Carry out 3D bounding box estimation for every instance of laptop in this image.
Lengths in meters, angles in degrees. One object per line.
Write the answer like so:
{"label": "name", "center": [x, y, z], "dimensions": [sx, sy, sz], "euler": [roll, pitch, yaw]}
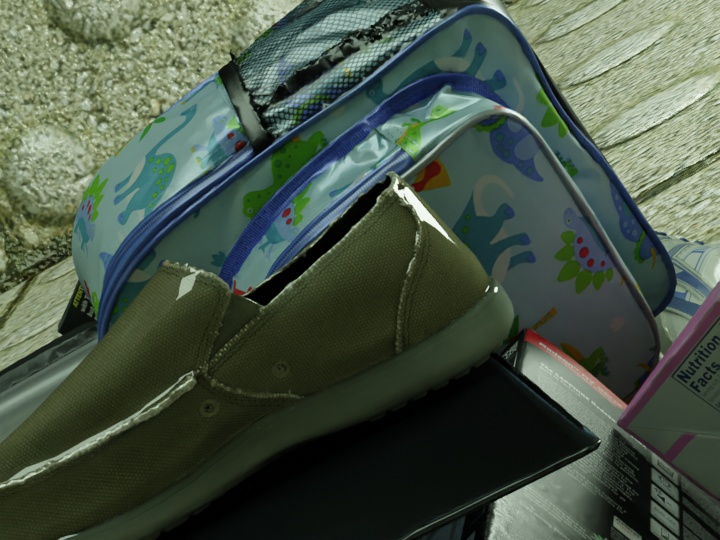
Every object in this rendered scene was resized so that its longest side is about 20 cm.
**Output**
{"label": "laptop", "center": [-0.023, 0.121, 0.684], "dimensions": [0.116, 0.200, 0.187], "euler": [9, 6, -8]}

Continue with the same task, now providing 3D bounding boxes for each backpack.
{"label": "backpack", "center": [0.000, 0.000, 0.875], "dimensions": [0.200, 0.183, 0.147], "euler": [-33, 34, 6]}

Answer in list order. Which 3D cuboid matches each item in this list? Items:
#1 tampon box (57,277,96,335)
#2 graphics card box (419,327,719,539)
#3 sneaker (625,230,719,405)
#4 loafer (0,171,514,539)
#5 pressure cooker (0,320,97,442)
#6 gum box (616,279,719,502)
{"label": "tampon box", "center": [-0.016, 0.007, 1.151], "dimensions": [0.150, 0.200, 0.126], "euler": [-47, -13, -54]}
{"label": "graphics card box", "center": [0.079, 0.101, 0.733], "dimensions": [0.051, 0.125, 0.200], "euler": [-49, 6, 16]}
{"label": "sneaker", "center": [0.141, 0.021, 0.993], "dimensions": [0.088, 0.075, 0.200], "euler": [-21, 21, 7]}
{"label": "loafer", "center": [-0.053, 0.031, 0.708], "dimensions": [0.200, 0.070, 0.075], "euler": [-27, 10, -13]}
{"label": "pressure cooker", "center": [-0.125, 0.129, 1.041], "dimensions": [0.200, 0.176, 0.179], "euler": [-29, 18, 14]}
{"label": "gum box", "center": [0.166, -0.009, 0.743], "dimensions": [0.114, 0.066, 0.200], "euler": [-48, -7, -37]}
